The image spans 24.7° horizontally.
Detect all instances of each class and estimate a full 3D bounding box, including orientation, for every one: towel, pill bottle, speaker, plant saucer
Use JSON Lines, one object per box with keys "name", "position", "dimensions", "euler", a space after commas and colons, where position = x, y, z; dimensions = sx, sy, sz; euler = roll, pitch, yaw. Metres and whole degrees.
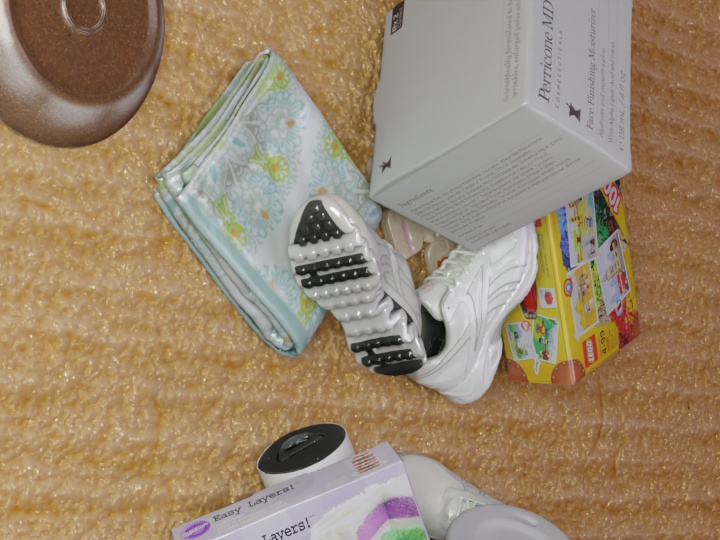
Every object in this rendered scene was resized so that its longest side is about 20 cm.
{"name": "towel", "position": [-0.068, -0.056, 1.350], "dimensions": [0.200, 0.048, 0.172], "euler": [55, 52, -31]}
{"name": "pill bottle", "position": [0.109, 0.315, 1.430], "dimensions": [0.119, 0.119, 0.201], "euler": [-21, 135, -46]}
{"name": "speaker", "position": [-0.016, 0.230, 1.370], "dimensions": [0.081, 0.081, 0.201], "euler": [-37, 115, -42]}
{"name": "plant saucer", "position": [-0.212, -0.192, 1.208], "dimensions": [0.200, 0.036, 0.202], "euler": [4, 84, -47]}

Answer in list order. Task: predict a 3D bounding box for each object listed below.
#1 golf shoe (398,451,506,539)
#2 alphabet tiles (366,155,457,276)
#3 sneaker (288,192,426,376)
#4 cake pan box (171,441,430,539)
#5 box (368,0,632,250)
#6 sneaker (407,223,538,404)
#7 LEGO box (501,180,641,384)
{"name": "golf shoe", "position": [0.097, 0.217, 1.482], "dimensions": [0.199, 0.097, 0.079], "euler": [31, 68, -41]}
{"name": "alphabet tiles", "position": [0.079, -0.090, 1.536], "dimensions": [0.200, 0.015, 0.197], "euler": [-31, 111, -44]}
{"name": "sneaker", "position": [0.000, 0.000, 1.349], "dimensions": [0.201, 0.075, 0.081], "euler": [61, 33, -44]}
{"name": "cake pan box", "position": [-0.035, 0.256, 1.303], "dimensions": [0.199, 0.052, 0.185], "euler": [-20, 106, -9]}
{"name": "box", "position": [0.121, -0.156, 1.411], "dimensions": [0.130, 0.199, 0.200], "euler": [25, 56, -32]}
{"name": "sneaker", "position": [0.094, 0.017, 1.485], "dimensions": [0.099, 0.078, 0.202], "euler": [19, 86, -39]}
{"name": "LEGO box", "position": [0.195, -0.011, 1.597], "dimensions": [0.149, 0.077, 0.202], "euler": [-28, 112, -50]}
